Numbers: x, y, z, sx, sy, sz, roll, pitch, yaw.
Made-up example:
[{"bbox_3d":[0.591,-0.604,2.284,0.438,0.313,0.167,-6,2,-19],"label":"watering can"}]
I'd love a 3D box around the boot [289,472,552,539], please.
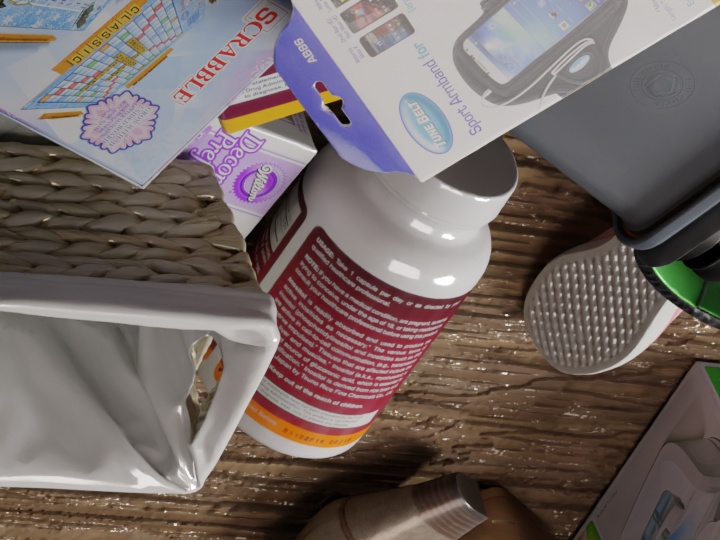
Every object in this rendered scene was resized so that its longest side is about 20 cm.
[{"bbox_3d":[0.036,0.195,1.766,0.146,0.071,0.200,-28,138,18],"label":"boot"}]

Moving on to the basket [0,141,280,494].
[{"bbox_3d":[-0.160,0.021,1.358,0.199,0.124,0.136,6,134,-26],"label":"basket"}]

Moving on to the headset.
[{"bbox_3d":[0.219,-0.026,1.423,0.123,0.094,0.200,26,158,-2],"label":"headset"}]

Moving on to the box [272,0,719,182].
[{"bbox_3d":[0.059,-0.127,1.222,0.199,0.042,0.119,-29,121,13],"label":"box"}]

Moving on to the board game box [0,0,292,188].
[{"bbox_3d":[-0.108,-0.147,1.217,0.200,0.041,0.199,-41,134,22],"label":"board game box"}]

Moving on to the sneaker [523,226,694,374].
[{"bbox_3d":[0.183,-0.008,1.591,0.104,0.076,0.200,-22,165,-39],"label":"sneaker"}]

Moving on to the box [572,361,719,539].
[{"bbox_3d":[0.238,0.192,1.754,0.096,0.177,0.200,7,133,-28],"label":"box"}]

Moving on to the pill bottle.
[{"bbox_3d":[0.000,0.000,1.495,0.112,0.113,0.200,12,130,-32],"label":"pill bottle"}]

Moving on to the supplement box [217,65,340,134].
[{"bbox_3d":[-0.045,-0.174,1.309,0.110,0.086,0.200,-17,139,-1],"label":"supplement box"}]

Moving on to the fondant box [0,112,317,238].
[{"bbox_3d":[-0.144,-0.060,1.414,0.199,0.058,0.144,17,127,-37],"label":"fondant box"}]

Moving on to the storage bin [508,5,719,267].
[{"bbox_3d":[0.158,-0.124,1.349,0.134,0.146,0.200,30,132,-28],"label":"storage bin"}]
